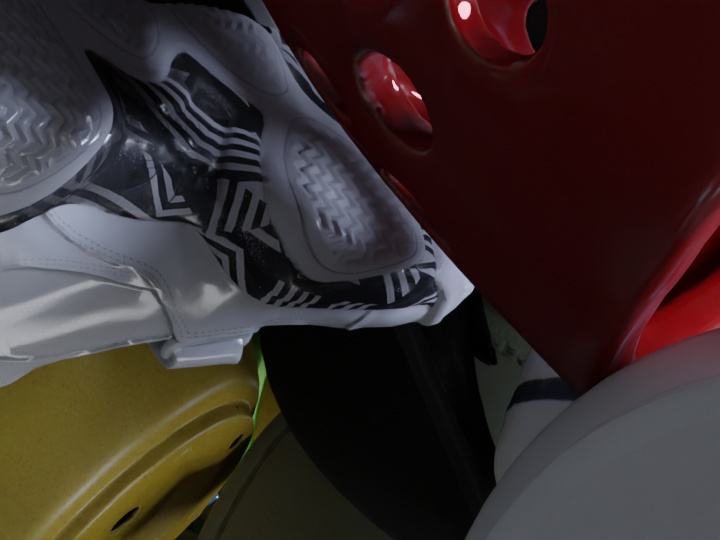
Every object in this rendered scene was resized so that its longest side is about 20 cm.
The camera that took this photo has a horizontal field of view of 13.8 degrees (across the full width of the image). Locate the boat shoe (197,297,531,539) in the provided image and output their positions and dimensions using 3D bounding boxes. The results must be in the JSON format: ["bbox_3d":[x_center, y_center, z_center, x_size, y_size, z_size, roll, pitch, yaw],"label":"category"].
[{"bbox_3d":[0.022,0.046,0.852,0.200,0.074,0.066,-56,167,-15],"label":"boat shoe"}]

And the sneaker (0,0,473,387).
[{"bbox_3d":[-0.070,-0.004,0.670,0.199,0.075,0.115,17,128,-45],"label":"sneaker"}]

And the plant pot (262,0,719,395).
[{"bbox_3d":[0.056,-0.104,0.588,0.200,0.182,0.201,-42,166,-13],"label":"plant pot"}]

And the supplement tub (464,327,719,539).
[{"bbox_3d":[0.093,0.083,0.573,0.145,0.145,0.200,-46,168,8],"label":"supplement tub"}]

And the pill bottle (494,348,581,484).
[{"bbox_3d":[0.099,0.025,0.746,0.111,0.111,0.201,83,27,-74],"label":"pill bottle"}]

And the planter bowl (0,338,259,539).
[{"bbox_3d":[-0.088,0.043,0.820,0.200,0.083,0.200,-42,167,-12],"label":"planter bowl"}]

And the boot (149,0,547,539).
[{"bbox_3d":[0.046,-0.040,0.799,0.174,0.201,0.069,-30,-160,-33],"label":"boot"}]

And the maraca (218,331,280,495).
[{"bbox_3d":[0.000,0.000,0.923,0.137,0.107,0.201,-43,150,-47],"label":"maraca"}]

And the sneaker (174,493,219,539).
[{"bbox_3d":[-0.090,0.100,0.925,0.086,0.075,0.200,-16,-171,-24],"label":"sneaker"}]
